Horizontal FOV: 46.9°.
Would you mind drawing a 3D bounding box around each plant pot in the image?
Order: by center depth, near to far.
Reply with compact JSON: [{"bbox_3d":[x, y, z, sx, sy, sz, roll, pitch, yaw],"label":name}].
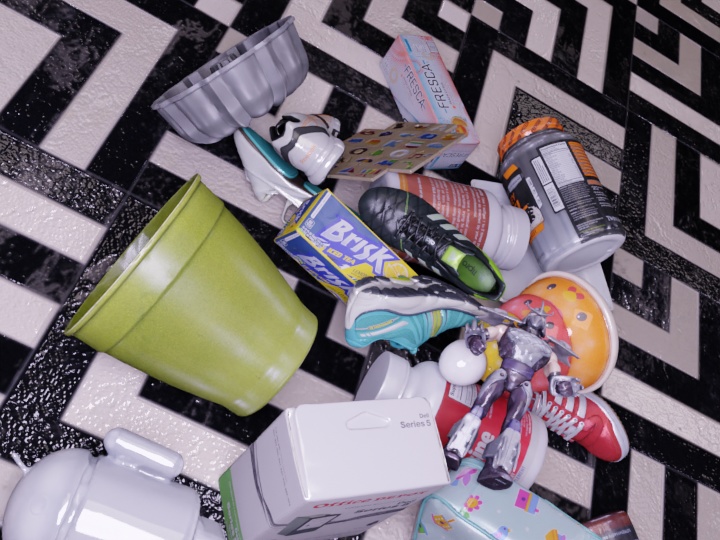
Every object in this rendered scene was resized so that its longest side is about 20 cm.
[{"bbox_3d":[-0.154,0.042,0.834,0.193,0.200,0.200,41,49,-16],"label":"plant pot"}]

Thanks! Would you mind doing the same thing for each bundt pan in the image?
[{"bbox_3d":[-0.146,-0.220,0.994,0.076,0.202,0.202,56,47,-21],"label":"bundt pan"}]

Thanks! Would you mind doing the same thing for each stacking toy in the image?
[{"bbox_3d":[0.171,0.088,0.914,0.200,0.146,0.146,-14,69,-34],"label":"stacking toy"}]

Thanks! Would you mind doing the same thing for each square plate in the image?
[{"bbox_3d":[0.255,-0.032,1.191,0.200,0.028,0.198,6,58,-26],"label":"square plate"}]

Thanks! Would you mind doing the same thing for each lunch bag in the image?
[{"bbox_3d":[0.148,0.287,0.834,0.200,0.161,0.077,30,52,23],"label":"lunch bag"}]

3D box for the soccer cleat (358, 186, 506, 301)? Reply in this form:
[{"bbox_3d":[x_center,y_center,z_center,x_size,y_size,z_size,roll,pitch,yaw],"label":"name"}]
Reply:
[{"bbox_3d":[0.087,-0.032,0.957,0.200,0.081,0.068,33,94,-12],"label":"soccer cleat"}]

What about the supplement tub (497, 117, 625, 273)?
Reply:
[{"bbox_3d":[0.270,-0.104,1.147,0.122,0.123,0.200,-6,64,-31],"label":"supplement tub"}]

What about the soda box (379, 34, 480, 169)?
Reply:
[{"bbox_3d":[0.099,-0.247,1.212,0.064,0.068,0.200,-6,64,-31],"label":"soda box"}]

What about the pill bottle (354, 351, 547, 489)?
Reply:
[{"bbox_3d":[0.097,0.172,0.924,0.200,0.112,0.112,28,52,-10],"label":"pill bottle"}]

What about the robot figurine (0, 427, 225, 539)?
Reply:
[{"bbox_3d":[-0.218,0.225,0.718,0.200,0.113,0.170,25,81,-14],"label":"robot figurine"}]

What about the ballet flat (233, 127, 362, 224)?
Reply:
[{"bbox_3d":[-0.089,-0.095,1.019,0.200,0.069,0.069,39,50,-1],"label":"ballet flat"}]

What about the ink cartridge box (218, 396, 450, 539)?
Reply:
[{"bbox_3d":[-0.032,0.196,0.781,0.145,0.200,0.084,0,61,-28],"label":"ink cartridge box"}]

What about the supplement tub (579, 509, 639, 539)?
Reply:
[{"bbox_3d":[0.280,0.373,0.903,0.107,0.107,0.200,-4,64,-31],"label":"supplement tub"}]

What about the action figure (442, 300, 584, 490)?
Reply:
[{"bbox_3d":[0.149,0.113,0.819,0.130,0.069,0.200,23,65,11],"label":"action figure"}]

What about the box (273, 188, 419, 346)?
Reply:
[{"bbox_3d":[0.000,0.000,0.971,0.200,0.064,0.070,42,63,-17],"label":"box"}]

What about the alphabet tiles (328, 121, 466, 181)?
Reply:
[{"bbox_3d":[0.034,-0.158,1.081,0.200,0.166,0.006,-37,126,-43],"label":"alphabet tiles"}]

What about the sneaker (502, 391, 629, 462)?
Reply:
[{"bbox_3d":[0.233,0.174,1.023,0.112,0.071,0.200,-28,69,-42],"label":"sneaker"}]

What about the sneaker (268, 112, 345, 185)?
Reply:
[{"bbox_3d":[-0.070,-0.168,1.015,0.080,0.074,0.200,34,10,-17],"label":"sneaker"}]

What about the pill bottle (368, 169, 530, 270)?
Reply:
[{"bbox_3d":[0.109,-0.058,1.064,0.200,0.112,0.112,11,56,-17],"label":"pill bottle"}]

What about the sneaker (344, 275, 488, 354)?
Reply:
[{"bbox_3d":[0.062,0.051,0.932,0.200,0.080,0.077,3,21,-36],"label":"sneaker"}]
